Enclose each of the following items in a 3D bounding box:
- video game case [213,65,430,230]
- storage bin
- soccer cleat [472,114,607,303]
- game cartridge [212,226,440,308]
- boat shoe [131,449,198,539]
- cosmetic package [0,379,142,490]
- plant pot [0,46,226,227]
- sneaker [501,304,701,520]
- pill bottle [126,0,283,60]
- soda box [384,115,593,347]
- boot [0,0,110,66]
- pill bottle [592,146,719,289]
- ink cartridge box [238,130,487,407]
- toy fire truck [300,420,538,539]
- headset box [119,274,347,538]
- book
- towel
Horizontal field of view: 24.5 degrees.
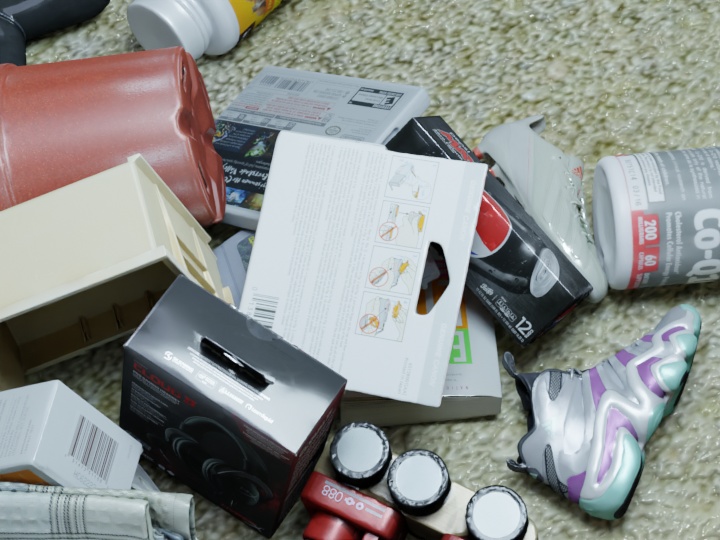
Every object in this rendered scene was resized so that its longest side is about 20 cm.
[{"bbox_3d":[-0.064,-0.107,1.451,0.200,0.023,0.182,14,53,41],"label":"video game case"},{"bbox_3d":[-0.218,0.021,1.287,0.200,0.199,0.094,-21,65,6],"label":"storage bin"},{"bbox_3d":[0.169,-0.059,1.430,0.077,0.069,0.200,-29,56,0],"label":"soccer cleat"},{"bbox_3d":[-0.045,0.000,1.379,0.200,0.041,0.133,-27,44,3],"label":"game cartridge"},{"bbox_3d":[-0.185,0.180,1.269,0.075,0.086,0.202,-34,62,-20],"label":"boat shoe"},{"bbox_3d":[-0.274,0.149,1.231,0.200,0.101,0.071,-13,49,33],"label":"cosmetic package"},{"bbox_3d":[-0.222,-0.094,1.368,0.195,0.201,0.201,-12,56,5],"label":"plant pot"},{"bbox_3d":[0.182,0.088,1.327,0.140,0.078,0.200,23,59,15],"label":"sneaker"},{"bbox_3d":[-0.126,-0.280,1.565,0.109,0.109,0.200,32,63,21],"label":"pill bottle"},{"bbox_3d":[0.097,-0.035,1.358,0.063,0.071,0.200,-45,80,20],"label":"soda box"},{"bbox_3d":[-0.315,-0.187,1.532,0.164,0.066,0.200,-7,53,6],"label":"boot"},{"bbox_3d":[0.303,-0.048,1.394,0.199,0.114,0.114,-5,56,-2],"label":"pill bottle"},{"bbox_3d":[0.000,0.000,1.302,0.173,0.044,0.201,10,80,12],"label":"ink cartridge box"},{"bbox_3d":[0.017,0.232,1.220,0.176,0.129,0.200,24,71,16],"label":"toy fire truck"},{"bbox_3d":[-0.099,0.102,1.238,0.149,0.200,0.077,32,62,7],"label":"headset box"},{"bbox_3d":[0.044,0.033,1.392,0.133,0.048,0.200,-3,53,-2],"label":"book"},{"bbox_3d":[-0.210,0.234,1.177,0.199,0.193,0.035,2,27,3],"label":"towel"}]
